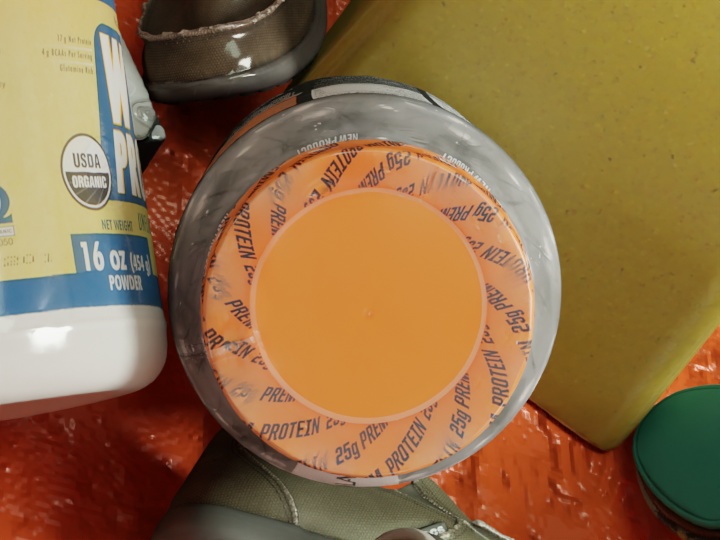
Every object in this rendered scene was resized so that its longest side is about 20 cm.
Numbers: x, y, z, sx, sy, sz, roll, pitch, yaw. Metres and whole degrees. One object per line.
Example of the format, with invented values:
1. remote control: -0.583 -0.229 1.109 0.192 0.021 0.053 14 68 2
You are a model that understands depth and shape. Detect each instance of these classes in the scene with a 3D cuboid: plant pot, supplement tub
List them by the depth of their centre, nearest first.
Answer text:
1. supplement tub: -0.143 -0.052 0.663 0.144 0.144 0.201 -6 85 -38
2. supplement tub: 0.000 0.000 0.716 0.122 0.123 0.200 35 6 -5
3. plant pot: 0.103 -0.093 0.871 0.195 0.200 0.194 36 43 -3

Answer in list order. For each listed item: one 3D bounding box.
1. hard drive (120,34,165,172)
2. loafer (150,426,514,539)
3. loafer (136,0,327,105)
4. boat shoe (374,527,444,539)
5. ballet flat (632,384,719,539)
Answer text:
1. hard drive: -0.182 -0.088 0.788 0.200 0.038 0.140 -6 59 -37
2. loafer: 0.027 0.101 0.748 0.200 0.075 0.070 23 50 -18
3. loafer: -0.050 -0.136 0.880 0.073 0.071 0.200 -6 35 16
4. boat shoe: 0.029 0.182 0.674 0.057 0.067 0.201 12 69 -44
5. ballet flat: 0.170 0.088 0.803 0.071 0.200 0.069 40 77 -18
